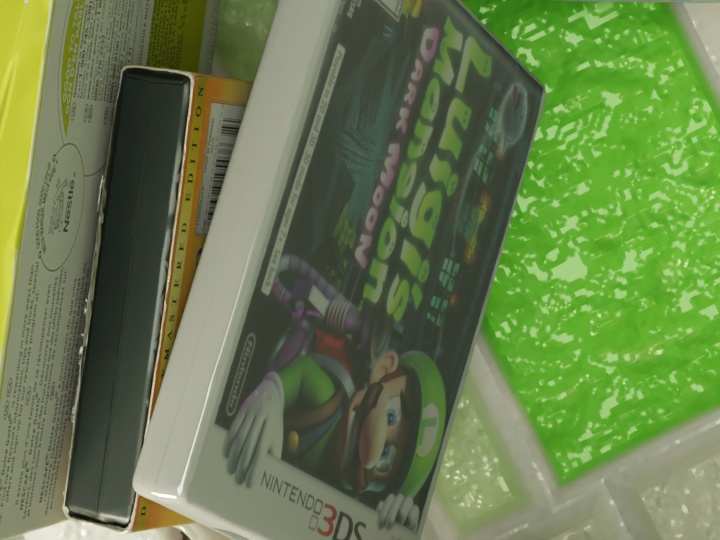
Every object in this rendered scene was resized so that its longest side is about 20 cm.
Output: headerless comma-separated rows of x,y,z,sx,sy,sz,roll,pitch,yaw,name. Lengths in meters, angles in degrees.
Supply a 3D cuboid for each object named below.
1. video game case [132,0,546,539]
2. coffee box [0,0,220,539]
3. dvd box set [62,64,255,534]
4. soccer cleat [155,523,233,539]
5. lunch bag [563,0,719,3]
0.000,0.000,0.989,0.023,0.182,0.201,11,78,26,video game case
-0.173,-0.031,0.973,0.199,0.198,0.201,10,93,12,coffee box
-0.029,0.010,0.998,0.029,0.200,0.147,9,94,26,dvd box set
-0.047,0.174,1.062,0.077,0.069,0.201,-3,87,-29,soccer cleat
0.112,-0.176,1.046,0.199,0.077,0.161,1,93,-1,lunch bag
